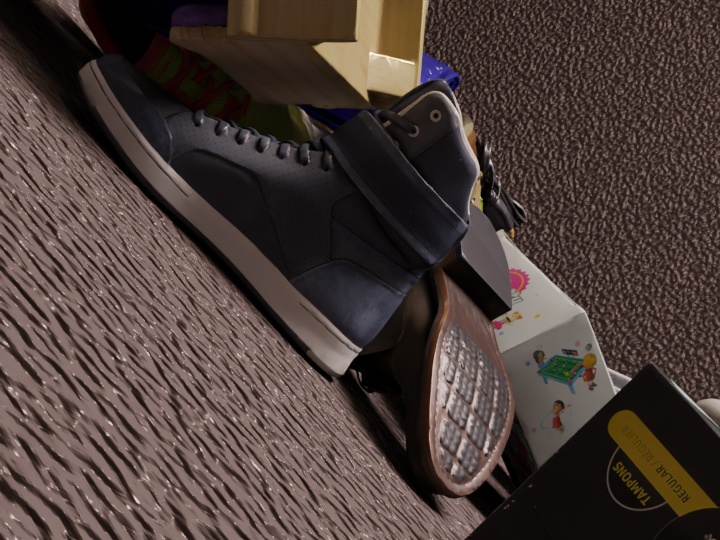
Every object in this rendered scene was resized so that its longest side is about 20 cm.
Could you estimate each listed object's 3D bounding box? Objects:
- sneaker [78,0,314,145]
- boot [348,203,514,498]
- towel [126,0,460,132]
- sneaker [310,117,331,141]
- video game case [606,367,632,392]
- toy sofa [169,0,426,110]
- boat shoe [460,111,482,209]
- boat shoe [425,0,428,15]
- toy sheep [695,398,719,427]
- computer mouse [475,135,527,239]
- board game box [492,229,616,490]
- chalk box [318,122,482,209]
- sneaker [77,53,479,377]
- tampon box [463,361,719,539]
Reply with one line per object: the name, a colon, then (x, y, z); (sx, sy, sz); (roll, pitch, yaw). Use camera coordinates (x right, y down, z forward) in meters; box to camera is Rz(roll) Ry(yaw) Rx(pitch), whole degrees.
sneaker: (-0.115, -0.124, 1.127); (0.200, 0.078, 0.090); (41, 11, 7)
boot: (0.026, 0.055, 0.916); (0.075, 0.096, 0.201); (49, 31, -27)
towel: (-0.044, -0.144, 1.086); (0.199, 0.050, 0.148); (32, 21, 11)
sneaker: (-0.050, -0.075, 1.232); (0.201, 0.078, 0.079); (51, -4, -12)
video game case: (0.175, 0.118, 1.202); (0.198, 0.018, 0.144); (25, -32, 17)
toy sofa: (-0.027, -0.141, 0.897); (0.096, 0.084, 0.200); (4, -4, 12)
boat shoe: (0.047, -0.047, 1.051); (0.074, 0.075, 0.200); (59, 0, -3)
boat shoe: (-0.045, -0.210, 1.075); (0.201, 0.073, 0.060); (35, 16, 14)
toy sheep: (0.226, 0.123, 0.946); (0.139, 0.198, 0.138); (61, -5, 9)
computer mouse: (0.050, -0.107, 1.225); (0.200, 0.044, 0.110); (49, 1, 36)
board game box: (0.117, 0.094, 1.043); (0.202, 0.064, 0.148); (67, -5, -24)
chalk box: (0.034, -0.048, 1.451); (0.200, 0.124, 0.125); (47, 3, -10)
sneaker: (-0.032, -0.068, 0.867); (0.202, 0.146, 0.077); (45, 6, -10)
tampon box: (0.168, 0.170, 0.768); (0.200, 0.126, 0.150); (44, 5, -40)
